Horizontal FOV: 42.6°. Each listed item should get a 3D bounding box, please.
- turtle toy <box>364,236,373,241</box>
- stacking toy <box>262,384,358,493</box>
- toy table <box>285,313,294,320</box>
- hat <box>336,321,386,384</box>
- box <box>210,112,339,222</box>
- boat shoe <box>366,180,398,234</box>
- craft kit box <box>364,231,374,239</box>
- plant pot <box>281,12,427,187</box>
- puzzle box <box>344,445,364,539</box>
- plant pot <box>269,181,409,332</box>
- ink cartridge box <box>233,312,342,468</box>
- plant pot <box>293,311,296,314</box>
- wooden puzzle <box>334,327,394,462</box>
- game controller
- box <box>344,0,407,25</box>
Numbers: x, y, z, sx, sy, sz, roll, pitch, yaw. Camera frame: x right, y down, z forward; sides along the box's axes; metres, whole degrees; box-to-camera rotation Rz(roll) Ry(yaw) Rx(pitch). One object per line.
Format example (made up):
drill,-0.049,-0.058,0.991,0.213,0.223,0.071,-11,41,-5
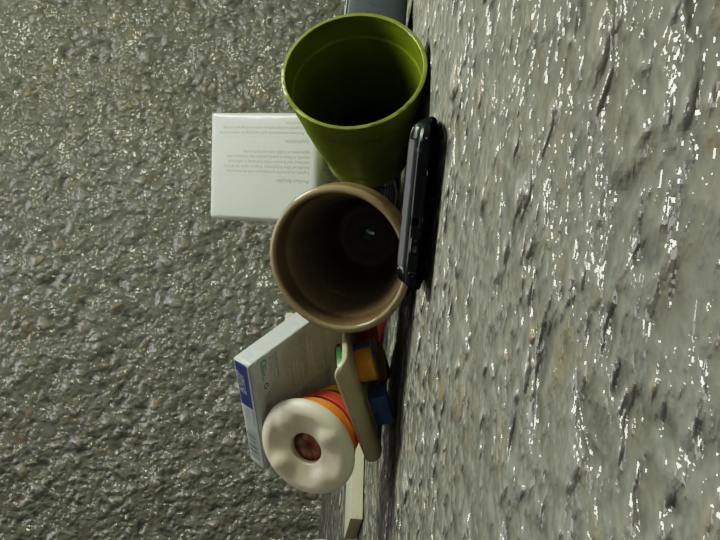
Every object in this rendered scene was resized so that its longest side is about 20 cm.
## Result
turtle toy,0.000,0.000,1.533,0.200,0.100,0.148,101,178,-83
stacking toy,-0.041,0.220,1.363,0.200,0.144,0.148,-39,-41,-59
toy table,-0.074,0.125,2.160,0.117,0.181,0.203,33,-128,-75
hat,0.033,0.168,1.503,0.200,0.174,0.168,35,-132,-47
box,-0.115,-0.167,1.522,0.200,0.197,0.174,-11,-77,-66
boat shoe,0.022,-0.161,1.527,0.062,0.072,0.203,30,-118,-52
craft kit box,-0.008,-0.184,1.742,0.201,0.048,0.199,-92,-16,-58
plant pot,0.001,-0.225,1.325,0.194,0.197,0.203,77,-167,-61
puzzle box,-0.011,0.413,1.830,0.134,0.025,0.202,100,173,-58
plant pot,-0.005,-0.033,1.298,0.175,0.198,0.203,-39,-43,-69
ink cartridge box,-0.094,0.161,1.375,0.199,0.043,0.198,-35,-46,-38
plant pot,-0.049,0.099,1.849,0.188,0.185,0.201,99,-172,-51
wooden puzzle,0.013,0.142,1.339,0.201,0.046,0.187,-84,-20,-54
game controller,0.074,-0.082,1.107,0.104,0.042,0.203,-44,-39,-74
box,0.014,-0.355,1.572,0.201,0.103,0.150,102,175,-59
